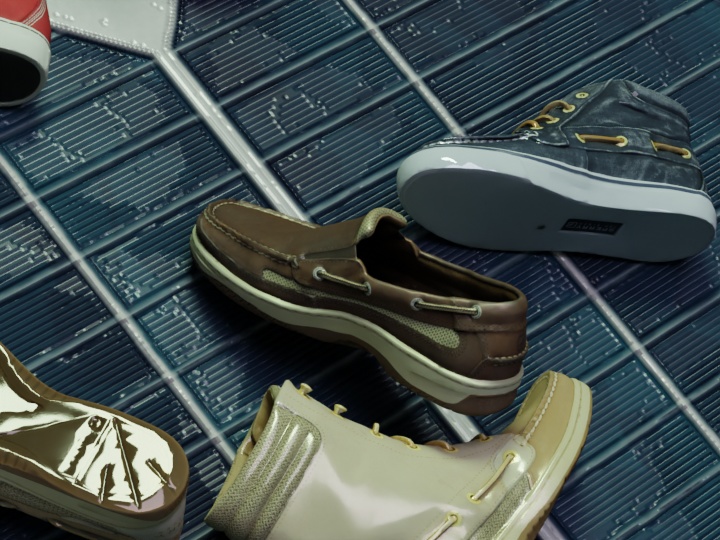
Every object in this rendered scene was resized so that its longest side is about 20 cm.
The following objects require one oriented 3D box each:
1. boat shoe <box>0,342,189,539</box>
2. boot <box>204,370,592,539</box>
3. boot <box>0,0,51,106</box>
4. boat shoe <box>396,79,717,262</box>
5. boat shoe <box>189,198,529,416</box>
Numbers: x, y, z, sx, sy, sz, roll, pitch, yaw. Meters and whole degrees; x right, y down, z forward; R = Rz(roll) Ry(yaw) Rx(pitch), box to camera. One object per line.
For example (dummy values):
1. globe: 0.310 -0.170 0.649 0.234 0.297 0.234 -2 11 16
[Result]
1. boat shoe: -0.177 0.084 1.428 0.200 0.065 0.071 27 57 14
2. boot: 0.022 0.096 1.504 0.155 0.073 0.200 33 55 1
3. boot: -0.260 -0.178 1.560 0.199 0.072 0.145 15 53 -24
4. boat shoe: 0.105 -0.063 1.648 0.200 0.071 0.091 9 54 -27
5. boat shoe: 0.003 -0.002 1.517 0.202 0.075 0.075 25 29 21
